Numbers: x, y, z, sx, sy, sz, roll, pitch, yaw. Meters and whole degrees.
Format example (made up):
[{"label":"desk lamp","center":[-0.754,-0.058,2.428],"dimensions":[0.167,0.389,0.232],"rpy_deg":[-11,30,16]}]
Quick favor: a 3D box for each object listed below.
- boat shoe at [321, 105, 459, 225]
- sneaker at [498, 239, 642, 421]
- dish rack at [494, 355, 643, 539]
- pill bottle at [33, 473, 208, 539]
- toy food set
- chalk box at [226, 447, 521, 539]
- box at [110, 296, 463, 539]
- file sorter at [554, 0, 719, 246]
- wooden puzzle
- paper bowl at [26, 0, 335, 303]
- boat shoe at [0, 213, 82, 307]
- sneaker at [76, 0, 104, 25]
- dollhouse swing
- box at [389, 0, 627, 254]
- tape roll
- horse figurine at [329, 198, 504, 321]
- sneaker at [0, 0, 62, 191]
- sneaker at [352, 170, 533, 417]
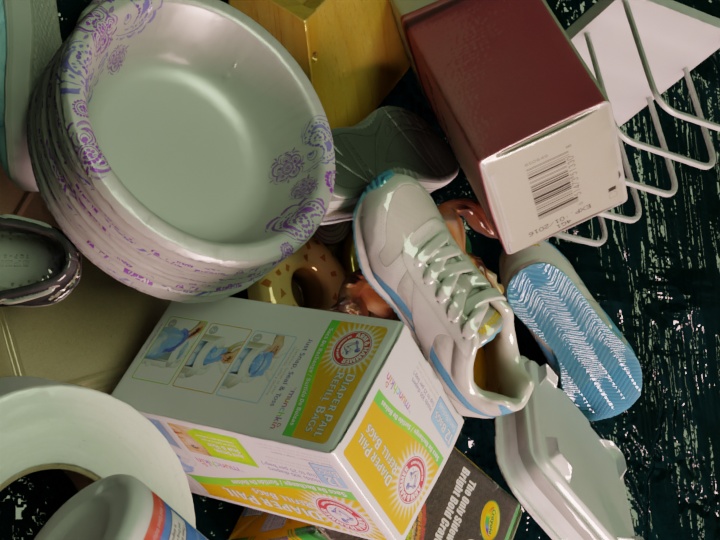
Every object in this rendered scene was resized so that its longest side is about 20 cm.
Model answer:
[{"label":"boat shoe","center":[0.005,-0.075,1.073],"dimensions":[0.075,0.065,0.201],"rpy_deg":[56,35,7]},{"label":"sneaker","center":[0.187,0.049,1.230],"dimensions":[0.201,0.076,0.081],"rpy_deg":[56,13,-30]},{"label":"dish rack","center":[0.175,0.161,1.147],"dimensions":[0.172,0.043,0.200],"rpy_deg":[48,18,-17]},{"label":"pill bottle","center":[-0.105,0.223,0.835],"dimensions":[0.200,0.112,0.113],"rpy_deg":[46,55,-24]},{"label":"toy food set","center":[0.000,0.000,1.119],"dimensions":[0.199,0.049,0.199],"rpy_deg":[32,61,-27]},{"label":"chalk box","center":[0.027,0.202,1.040],"dimensions":[0.200,0.124,0.125],"rpy_deg":[43,55,-22]},{"label":"box","center":[-0.049,0.095,0.930],"dimensions":[0.102,0.199,0.113],"rpy_deg":[-59,136,-28]},{"label":"file sorter","center":[0.219,-0.125,1.207],"dimensions":[0.138,0.200,0.125],"rpy_deg":[11,55,-34]},{"label":"wooden puzzle","center":[-0.198,-0.001,0.980],"dimensions":[0.199,0.037,0.187],"rpy_deg":[-14,86,-43]},{"label":"paper bowl","center":[-0.123,-0.076,0.923],"dimensions":[0.199,0.104,0.202],"rpy_deg":[18,56,-28]},{"label":"boat shoe","center":[-0.274,-0.004,0.867],"dimensions":[0.198,0.060,0.075],"rpy_deg":[3,82,-13]},{"label":"sneaker","center":[-0.134,-0.124,1.034],"dimensions":[0.201,0.075,0.100],"rpy_deg":[53,47,-2]},{"label":"dollhouse swing","center":[-0.067,-0.225,1.126],"dimensions":[0.200,0.175,0.183],"rpy_deg":[-55,151,-40]},{"label":"box","center":[0.115,-0.137,1.100],"dimensions":[0.128,0.108,0.201],"rpy_deg":[64,2,-53]},{"label":"tape roll","center":[-0.207,0.170,0.875],"dimensions":[0.201,0.071,0.204],"rpy_deg":[-1,92,-33]},{"label":"horse figurine","center":[0.058,0.008,1.100],"dimensions":[0.133,0.050,0.200],"rpy_deg":[51,57,-21]},{"label":"sneaker","center":[-0.249,-0.142,0.956],"dimensions":[0.074,0.081,0.202],"rpy_deg":[53,26,-67]},{"label":"sneaker","center":[0.063,0.016,1.011],"dimensions":[0.076,0.080,0.201],"rpy_deg":[-41,116,-31]}]
